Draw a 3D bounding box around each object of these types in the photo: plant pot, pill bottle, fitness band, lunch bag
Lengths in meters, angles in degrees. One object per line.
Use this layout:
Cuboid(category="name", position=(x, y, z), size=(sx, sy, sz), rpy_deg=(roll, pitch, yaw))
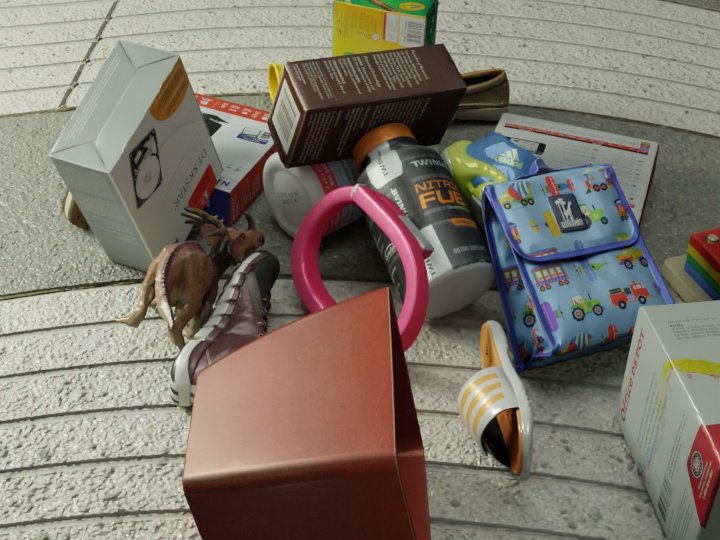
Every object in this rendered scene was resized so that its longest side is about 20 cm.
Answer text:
Cuboid(category="plant pot", position=(-0.042, 0.162, 0.991), size=(0.174, 0.202, 0.201), rpy_deg=(-9, 37, 7))
Cuboid(category="pill bottle", position=(-0.007, -0.117, 1.397), size=(0.199, 0.110, 0.108), rpy_deg=(-28, 47, -32))
Cuboid(category="fitness band", position=(0.000, 0.000, 1.224), size=(0.037, 0.144, 0.200), rpy_deg=(11, 29, -46))
Cuboid(category="pill bottle", position=(0.059, -0.058, 1.277), size=(0.105, 0.107, 0.202), rpy_deg=(-15, 64, -21))
Cuboid(category="lunch bag", position=(0.210, -0.017, 1.219), size=(0.149, 0.094, 0.202), rpy_deg=(-13, 77, -19))

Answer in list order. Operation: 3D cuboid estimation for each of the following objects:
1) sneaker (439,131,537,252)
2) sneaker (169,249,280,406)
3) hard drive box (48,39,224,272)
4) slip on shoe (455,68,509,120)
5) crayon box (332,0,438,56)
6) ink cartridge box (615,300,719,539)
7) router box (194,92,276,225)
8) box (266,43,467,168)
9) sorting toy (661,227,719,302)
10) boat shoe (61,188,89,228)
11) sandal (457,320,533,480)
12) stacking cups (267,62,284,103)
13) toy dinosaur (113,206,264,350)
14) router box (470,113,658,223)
Cuboid(category="sneaker", position=(0.174, -0.071, 1.314), size=(0.104, 0.076, 0.201), rpy_deg=(-32, 80, -13))
Cuboid(category="sneaker", position=(-0.097, 0.072, 1.194), size=(0.114, 0.076, 0.201), rpy_deg=(20, 52, 13))
Cuboid(category="hard drive box", position=(-0.231, -0.115, 1.274), size=(0.076, 0.201, 0.157), rpy_deg=(17, 64, 17))
Cuboid(category="slip on shoe", position=(0.100, -0.233, 1.582), size=(0.197, 0.061, 0.076), rpy_deg=(0, 33, -4))
Cuboid(category="crayon box", position=(0.027, -0.244, 1.484), size=(0.117, 0.202, 0.058), rpy_deg=(13, 39, 13))
Cuboid(category="ink cartridge box", position=(0.329, 0.141, 1.057), size=(0.143, 0.147, 0.201), rpy_deg=(-4, 39, -8))
Cuboid(category="router box", position=(-0.202, -0.146, 1.471), size=(0.198, 0.049, 0.180), rpy_deg=(16, 40, 17))
Cuboid(category="box", position=(0.006, -0.181, 1.314), size=(0.198, 0.100, 0.076), rpy_deg=(-10, 60, -25))
Cuboid(category="sorting toy", position=(0.463, 0.015, 1.286), size=(0.196, 0.070, 0.201), rpy_deg=(-12, 40, -17))
Cuboid(category="boat shoe", position=(-0.283, -0.146, 1.382), size=(0.075, 0.075, 0.203), rpy_deg=(37, 94, 41))
Cuboid(category="sandal", position=(0.119, 0.123, 1.134), size=(0.058, 0.080, 0.207), rpy_deg=(-3, 30, -5))
Cuboid(category="stacking cups", position=(-0.023, -0.262, 1.617), size=(0.197, 0.061, 0.061), rpy_deg=(-10, 40, -15))
Cuboid(category="toy dinosaur", position=(-0.173, -0.001, 1.203), size=(0.085, 0.137, 0.200), rpy_deg=(28, 10, 4))
Cuboid(category="router box", position=(0.242, -0.107, 1.432), size=(0.198, 0.049, 0.180), rpy_deg=(14, 40, 14))
